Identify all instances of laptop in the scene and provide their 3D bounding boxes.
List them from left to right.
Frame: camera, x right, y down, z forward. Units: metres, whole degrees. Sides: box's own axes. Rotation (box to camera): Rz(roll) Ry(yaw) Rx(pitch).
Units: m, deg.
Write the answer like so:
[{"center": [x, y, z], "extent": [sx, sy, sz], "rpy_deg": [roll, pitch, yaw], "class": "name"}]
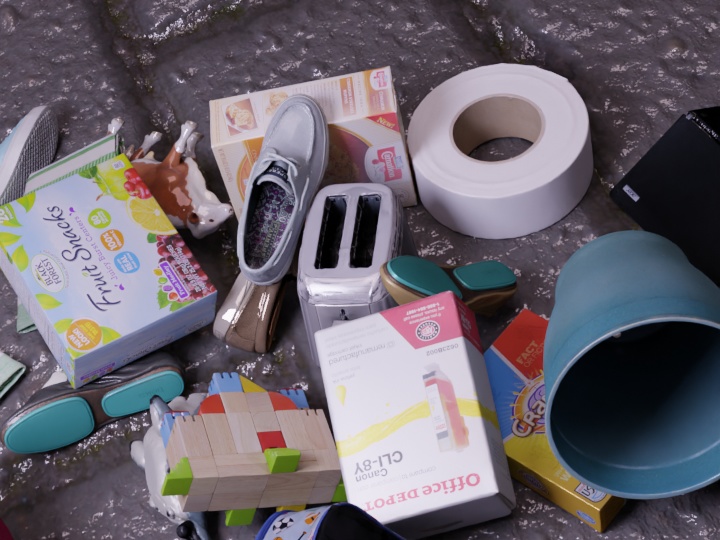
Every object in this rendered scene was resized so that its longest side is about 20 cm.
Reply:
[{"center": [0.403, -0.084, 1.766], "extent": [0.199, 0.104, 0.177], "rpy_deg": [-11, 44, -31], "class": "laptop"}]

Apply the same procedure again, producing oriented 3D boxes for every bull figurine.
[{"center": [-0.223, -0.102, 1.866], "extent": [0.199, 0.065, 0.122], "rpy_deg": [8, 76, 32], "class": "bull figurine"}]

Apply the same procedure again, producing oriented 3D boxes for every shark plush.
[{"center": [-0.161, 0.199, 1.629], "extent": [0.083, 0.091, 0.200], "rpy_deg": [3, 37, -26], "class": "shark plush"}]

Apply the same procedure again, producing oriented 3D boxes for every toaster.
[{"center": [0.000, 0.000, 1.711], "extent": [0.113, 0.130, 0.201], "rpy_deg": [0, 51, 12], "class": "toaster"}]

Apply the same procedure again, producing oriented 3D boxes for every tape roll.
[{"center": [0.154, -0.133, 1.825], "extent": [0.201, 0.071, 0.203], "rpy_deg": [-7, 49, 8], "class": "tape roll"}]

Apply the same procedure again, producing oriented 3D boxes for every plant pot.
[{"center": [0.253, 0.069, 1.512], "extent": [0.199, 0.201, 0.188], "rpy_deg": [-11, 34, 4], "class": "plant pot"}]

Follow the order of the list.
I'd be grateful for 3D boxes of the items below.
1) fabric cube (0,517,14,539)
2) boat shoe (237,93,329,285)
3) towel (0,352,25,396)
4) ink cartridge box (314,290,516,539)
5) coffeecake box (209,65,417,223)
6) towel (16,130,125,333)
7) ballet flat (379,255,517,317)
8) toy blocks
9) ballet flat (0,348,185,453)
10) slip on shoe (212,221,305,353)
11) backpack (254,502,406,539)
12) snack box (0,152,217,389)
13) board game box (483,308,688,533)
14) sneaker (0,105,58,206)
[{"center": [-0.399, 0.301, 1.511], "extent": [0.199, 0.197, 0.200], "rpy_deg": [-30, 49, -11], "class": "fabric cube"}, {"center": [-0.079, -0.085, 1.693], "extent": [0.070, 0.072, 0.202], "rpy_deg": [13, 84, 6], "class": "boat shoe"}, {"center": [-0.479, 0.116, 1.787], "extent": [0.199, 0.023, 0.153], "rpy_deg": [24, 59, 29], "class": "towel"}, {"center": [0.051, 0.140, 1.562], "extent": [0.144, 0.083, 0.201], "rpy_deg": [-17, 68, 12], "class": "ink cartridge box"}, {"center": [-0.049, -0.127, 1.811], "extent": [0.199, 0.154, 0.073], "rpy_deg": [-11, 51, 5], "class": "coffeecake box"}, {"center": [-0.317, -0.043, 1.842], "extent": [0.152, 0.023, 0.201], "rpy_deg": [-22, 57, 25], "class": "towel"}, {"center": [0.081, 0.027, 1.651], "extent": [0.199, 0.063, 0.069], "rpy_deg": [2, 41, -47], "class": "ballet flat"}, {"center": [-0.110, 0.158, 1.602], "extent": [0.199, 0.100, 0.137], "rpy_deg": [-1, 44, -24], "class": "toy blocks"}, {"center": [-0.277, 0.130, 1.716], "extent": [0.199, 0.068, 0.068], "rpy_deg": [-17, 38, -15], "class": "ballet flat"}, {"center": [-0.085, -0.009, 1.753], "extent": [0.060, 0.076, 0.201], "rpy_deg": [25, 78, 11], "class": "slip on shoe"}, {"center": [-0.025, 0.292, 1.435], "extent": [0.153, 0.191, 0.201], "rpy_deg": [-12, 47, 24], "class": "backpack"}, {"center": [-0.268, -0.002, 1.721], "extent": [0.168, 0.068, 0.200], "rpy_deg": [-25, 63, -22], "class": "snack box"}, {"center": [0.194, 0.140, 1.608], "extent": [0.199, 0.040, 0.153], "rpy_deg": [29, 62, 31], "class": "board game box"}, {"center": [-0.422, -0.119, 1.946], "extent": [0.081, 0.074, 0.201], "rpy_deg": [11, 53, 17], "class": "sneaker"}]
